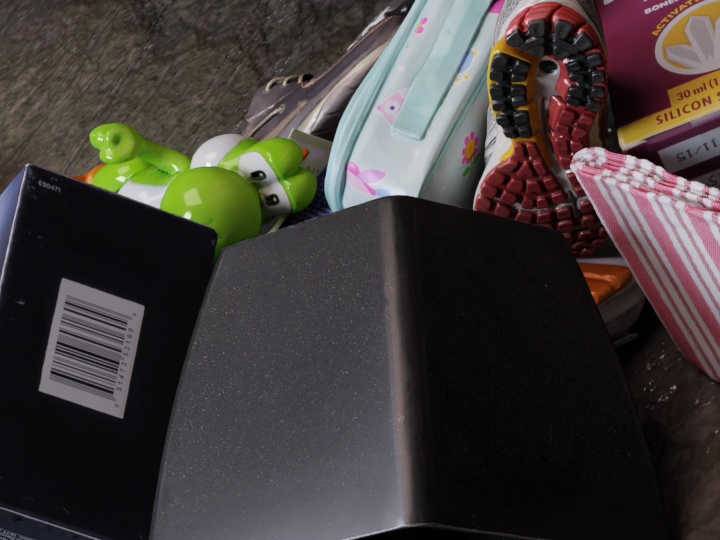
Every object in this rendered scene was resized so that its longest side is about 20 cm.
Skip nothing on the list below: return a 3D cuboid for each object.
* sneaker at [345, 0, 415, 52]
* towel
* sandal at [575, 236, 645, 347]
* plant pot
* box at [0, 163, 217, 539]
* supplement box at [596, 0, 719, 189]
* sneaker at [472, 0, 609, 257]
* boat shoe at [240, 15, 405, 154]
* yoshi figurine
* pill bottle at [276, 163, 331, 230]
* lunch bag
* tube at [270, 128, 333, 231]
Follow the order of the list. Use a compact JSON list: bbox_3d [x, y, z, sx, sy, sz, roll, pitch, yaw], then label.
[{"bbox_3d":[-0.010,-0.099,1.972,0.201,0.066,0.090,-63,24,-1],"label":"sneaker"},{"bbox_3d":[0.193,0.012,1.508,0.030,0.147,0.200,-39,27,-14],"label":"towel"},{"bbox_3d":[0.138,0.012,1.677,0.206,0.059,0.079,-29,34,-12],"label":"sandal"},{"bbox_3d":[0.019,0.068,1.542,0.199,0.199,0.178,-17,71,42],"label":"plant pot"},{"bbox_3d":[-0.183,0.083,1.639,0.198,0.123,0.201,-43,33,55],"label":"box"},{"bbox_3d":[0.207,-0.109,1.652,0.130,0.103,0.200,-22,34,11],"label":"supplement box"},{"bbox_3d":[0.104,-0.082,1.603,0.077,0.201,0.082,6,48,1],"label":"sneaker"},{"bbox_3d":[-0.039,-0.091,1.889,0.200,0.074,0.073,-46,58,13],"label":"boat shoe"},{"bbox_3d":[-0.116,-0.032,1.809,0.200,0.112,0.113,-16,55,45],"label":"yoshi figurine"},{"bbox_3d":[0.000,0.000,1.808,0.200,0.112,0.112,-52,29,-12],"label":"pill bottle"},{"bbox_3d":[0.056,-0.092,1.687,0.077,0.161,0.201,20,70,22],"label":"lunch bag"},{"bbox_3d":[-0.057,0.010,1.868,0.201,0.052,0.058,-64,-5,9],"label":"tube"}]
